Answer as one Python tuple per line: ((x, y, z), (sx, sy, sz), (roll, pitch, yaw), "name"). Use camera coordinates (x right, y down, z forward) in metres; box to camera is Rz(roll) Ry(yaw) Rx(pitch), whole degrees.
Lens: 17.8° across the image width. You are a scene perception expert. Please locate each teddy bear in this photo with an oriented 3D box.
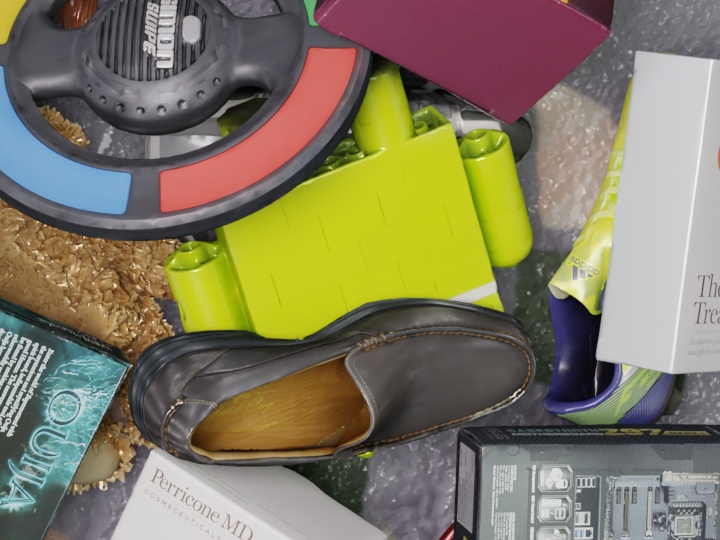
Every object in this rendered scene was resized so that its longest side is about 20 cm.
((-0.146, 0.015, 1.139), (0.145, 0.067, 0.200), (-38, 101, 23), "teddy bear")

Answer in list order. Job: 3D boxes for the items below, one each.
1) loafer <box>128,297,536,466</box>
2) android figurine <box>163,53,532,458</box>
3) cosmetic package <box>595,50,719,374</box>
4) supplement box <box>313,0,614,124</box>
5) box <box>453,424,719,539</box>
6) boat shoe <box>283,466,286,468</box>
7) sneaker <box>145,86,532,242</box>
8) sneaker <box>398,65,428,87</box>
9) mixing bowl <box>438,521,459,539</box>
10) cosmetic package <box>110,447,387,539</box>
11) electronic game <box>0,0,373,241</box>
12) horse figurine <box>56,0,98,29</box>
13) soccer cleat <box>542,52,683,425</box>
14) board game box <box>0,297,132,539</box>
((-0.005, 0.061, 1.078), (0.198, 0.072, 0.073), (-10, 112, -16), "loafer")
((0.000, 0.000, 1.118), (0.181, 0.041, 0.201), (-23, 118, -9), "android figurine")
((0.203, -0.028, 1.166), (0.199, 0.051, 0.152), (-1, 97, -49), "cosmetic package")
((0.059, -0.184, 1.069), (0.110, 0.086, 0.201), (26, 51, -20), "supplement box")
((0.123, 0.177, 1.118), (0.156, 0.051, 0.202), (0, 96, -12), "box")
((-0.065, 0.175, 1.188), (0.075, 0.072, 0.202), (-9, 90, 2), "boat shoe")
((-0.015, -0.035, 1.169), (0.198, 0.075, 0.117), (3, 103, -3), "sneaker")
((0.003, -0.154, 1.149), (0.199, 0.073, 0.113), (20, 90, -15), "sneaker")
((0.104, 0.186, 1.197), (0.198, 0.108, 0.202), (-2, 98, -12), "mixing bowl")
((-0.083, 0.192, 1.119), (0.107, 0.085, 0.201), (28, 104, 19), "cosmetic package")
((-0.092, -0.099, 1.056), (0.198, 0.042, 0.201), (-3, 56, 5), "electronic game")
((-0.215, -0.144, 1.117), (0.198, 0.050, 0.134), (3, 99, -12), "horse figurine")
((0.138, -0.013, 1.195), (0.083, 0.065, 0.202), (3, 99, -32), "soccer cleat")
((-0.209, 0.103, 1.066), (0.135, 0.028, 0.201), (25, 97, -26), "board game box")
